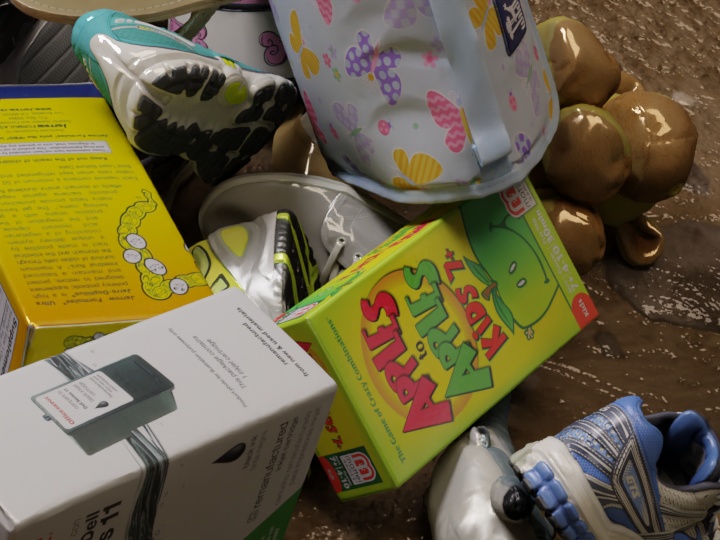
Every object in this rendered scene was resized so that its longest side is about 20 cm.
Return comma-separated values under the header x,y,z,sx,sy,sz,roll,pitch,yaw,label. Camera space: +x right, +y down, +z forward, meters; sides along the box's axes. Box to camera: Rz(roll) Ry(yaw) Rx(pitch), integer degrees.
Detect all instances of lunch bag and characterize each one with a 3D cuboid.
x,y,z,sx,sy,sz,roll,pitch,yaw,label
0.032,-0.134,1.323,0.127,0.170,0.200,-23,15,-11,lunch bag

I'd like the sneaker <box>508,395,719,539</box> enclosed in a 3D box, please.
x,y,z,sx,sy,sz,roll,pitch,yaw,label
0.159,0.119,1.222,0.200,0.085,0.077,34,19,-55,sneaker

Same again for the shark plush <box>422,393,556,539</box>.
x,y,z,sx,sy,sz,roll,pitch,yaw,label
0.071,0.133,1.270,0.083,0.091,0.200,34,14,-20,shark plush

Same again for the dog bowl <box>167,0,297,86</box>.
x,y,z,sx,sy,sz,roll,pitch,yaw,label
-0.035,-0.195,1.545,0.200,0.074,0.200,-9,29,5,dog bowl

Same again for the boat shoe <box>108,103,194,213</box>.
x,y,z,sx,sy,sz,roll,pitch,yaw,label
-0.131,-0.087,1.433,0.072,0.065,0.200,15,35,-1,boat shoe

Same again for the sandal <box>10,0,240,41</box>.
x,y,z,sx,sy,sz,roll,pitch,yaw,label
-0.113,-0.152,1.408,0.212,0.070,0.078,-21,47,-36,sandal

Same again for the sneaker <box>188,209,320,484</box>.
x,y,z,sx,sy,sz,roll,pitch,yaw,label
-0.066,0.055,1.291,0.076,0.075,0.200,-13,41,15,sneaker

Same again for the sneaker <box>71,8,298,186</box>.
x,y,z,sx,sy,sz,roll,pitch,yaw,label
-0.097,-0.106,1.351,0.080,0.078,0.200,44,6,21,sneaker

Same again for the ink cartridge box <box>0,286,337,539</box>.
x,y,z,sx,sy,sz,roll,pitch,yaw,label
-0.123,0.110,1.112,0.200,0.147,0.083,-21,53,-41,ink cartridge box

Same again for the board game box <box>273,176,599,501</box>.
x,y,z,sx,sy,sz,roll,pitch,yaw,label
0.040,0.030,1.287,0.200,0.048,0.102,-36,102,-43,board game box

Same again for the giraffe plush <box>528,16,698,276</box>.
x,y,z,sx,sy,sz,roll,pitch,yaw,label
0.137,-0.070,1.482,0.162,0.173,0.200,7,11,-34,giraffe plush

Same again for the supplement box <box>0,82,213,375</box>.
x,y,z,sx,sy,sz,roll,pitch,yaw,label
-0.167,0.002,1.264,0.109,0.109,0.200,-4,42,-29,supplement box

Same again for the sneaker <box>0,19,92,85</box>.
x,y,z,sx,sy,sz,roll,pitch,yaw,label
-0.190,-0.157,1.511,0.071,0.073,0.200,1,32,25,sneaker

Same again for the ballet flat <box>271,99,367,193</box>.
x,y,z,sx,sy,sz,roll,pitch,yaw,label
-0.012,-0.105,1.514,0.069,0.063,0.200,20,36,-5,ballet flat

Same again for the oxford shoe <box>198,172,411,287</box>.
x,y,z,sx,sy,sz,roll,pitch,yaw,label
0.000,0.000,1.376,0.200,0.075,0.058,23,34,-3,oxford shoe

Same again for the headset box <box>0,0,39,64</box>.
x,y,z,sx,sy,sz,roll,pitch,yaw,label
-0.277,-0.175,1.416,0.200,0.075,0.149,6,36,17,headset box
